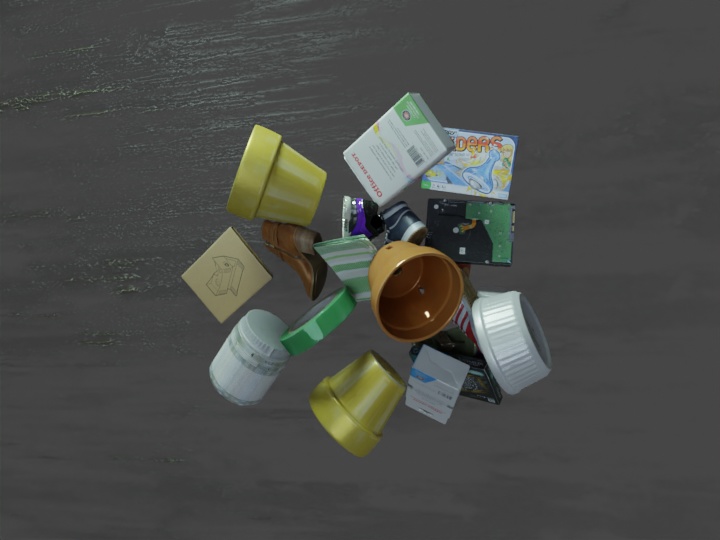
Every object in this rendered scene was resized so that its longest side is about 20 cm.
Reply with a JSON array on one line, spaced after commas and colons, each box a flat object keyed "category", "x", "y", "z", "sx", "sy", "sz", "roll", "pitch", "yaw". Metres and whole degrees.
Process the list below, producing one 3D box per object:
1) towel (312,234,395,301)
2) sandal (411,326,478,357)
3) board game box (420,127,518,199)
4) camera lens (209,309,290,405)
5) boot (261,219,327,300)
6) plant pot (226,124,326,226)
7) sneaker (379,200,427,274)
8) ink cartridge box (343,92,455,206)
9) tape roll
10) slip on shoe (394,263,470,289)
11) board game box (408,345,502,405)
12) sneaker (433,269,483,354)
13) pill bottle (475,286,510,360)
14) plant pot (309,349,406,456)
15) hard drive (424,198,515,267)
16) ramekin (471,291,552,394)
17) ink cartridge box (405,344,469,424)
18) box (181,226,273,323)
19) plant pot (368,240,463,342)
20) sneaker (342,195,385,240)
[{"category": "towel", "x": 0.000, "y": 0.000, "z": 1.257, "sx": 0.150, "sy": 0.024, "sz": 0.201, "roll": -7, "pitch": 137, "yaw": 34}, {"category": "sandal", "x": 0.190, "y": 0.176, "z": 1.285, "sx": 0.198, "sy": 0.057, "sz": 0.082, "roll": -3, "pitch": 99, "yaw": 44}, {"category": "board game box", "x": 0.239, "y": -0.240, "z": 1.214, "sx": 0.195, "sy": 0.035, "sz": 0.139, "roll": 8, "pitch": 107, "yaw": 9}, {"category": "camera lens", "x": -0.273, "y": 0.222, "z": 1.374, "sx": 0.159, "sy": 0.160, "sz": 0.202, "roll": 36, "pitch": 109, "yaw": -1}, {"category": "boot", "x": -0.165, "y": -0.027, "z": 1.330, "sx": 0.152, "sy": 0.077, "sz": 0.203, "roll": 15, "pitch": 136, "yaw": 22}, {"category": "plant pot", "x": -0.182, "y": -0.195, "z": 1.233, "sx": 0.185, "sy": 0.202, "sz": 0.204, "roll": 19, "pitch": 109, "yaw": -12}, {"category": "sneaker", "x": 0.075, "y": -0.071, "z": 1.277, "sx": 0.110, "sy": 0.069, "sz": 0.201, "roll": 56, "pitch": 137, "yaw": 23}, {"category": "ink cartridge box", "x": 0.083, "y": -0.259, "z": 1.189, "sx": 0.199, "sy": 0.084, "sz": 0.146, "roll": -36, "pitch": 89, "yaw": 28}, {"category": "tape roll", "x": -0.100, "y": 0.118, "z": 1.291, "sx": 0.199, "sy": 0.201, "sz": 0.049, "roll": -36, "pitch": 98, "yaw": 18}, {"category": "slip on shoe", "x": 0.162, "y": 0.015, "z": 1.278, "sx": 0.195, "sy": 0.062, "sz": 0.075, "roll": -14, "pitch": 131, "yaw": 13}, {"category": "board game box", "x": 0.218, "y": 0.240, "z": 1.265, "sx": 0.197, "sy": 0.028, "sz": 0.137, "roll": 7, "pitch": 138, "yaw": 38}, {"category": "sneaker", "x": 0.218, "y": 0.107, "z": 1.213, "sx": 0.112, "sy": 0.070, "sz": 0.204, "roll": -34, "pitch": 74, "yaw": 40}, {"category": "pill bottle", "x": 0.303, "y": 0.145, "z": 1.270, "sx": 0.109, "sy": 0.113, "sz": 0.205, "roll": 3, "pitch": 106, "yaw": 9}, {"category": "plant pot", "x": 0.006, "y": 0.308, "z": 1.333, "sx": 0.201, "sy": 0.201, "sz": 0.189, "roll": 44, "pitch": 93, "yaw": -4}, {"category": "hard drive", "x": 0.244, "y": -0.085, "z": 1.231, "sx": 0.195, "sy": 0.038, "sz": 0.144, "roll": 3, "pitch": 83, "yaw": 10}, {"category": "ramekin", "x": 0.309, "y": 0.136, "z": 1.097, "sx": 0.093, "sy": 0.203, "sz": 0.205, "roll": -25, "pitch": 100, "yaw": 24}, {"category": "ink cartridge box", "x": 0.170, "y": 0.263, "z": 1.247, "sx": 0.114, "sy": 0.067, "sz": 0.202, "roll": 24, "pitch": 147, "yaw": 14}, {"category": "box", "x": -0.342, "y": 0.014, "z": 1.401, "sx": 0.199, "sy": 0.021, "sz": 0.164, "roll": -39, "pitch": 96, "yaw": 18}, {"category": "plant pot", "x": 0.101, "y": 0.028, "z": 1.159, "sx": 0.195, "sy": 0.140, "sz": 0.205, "roll": -9, "pitch": 118, "yaw": -16}, {"category": "sneaker", "x": 0.007, "y": -0.086, "z": 1.243, "sx": 0.097, "sy": 0.071, "sz": 0.202, "roll": -1, "pitch": 147, "yaw": -3}]
